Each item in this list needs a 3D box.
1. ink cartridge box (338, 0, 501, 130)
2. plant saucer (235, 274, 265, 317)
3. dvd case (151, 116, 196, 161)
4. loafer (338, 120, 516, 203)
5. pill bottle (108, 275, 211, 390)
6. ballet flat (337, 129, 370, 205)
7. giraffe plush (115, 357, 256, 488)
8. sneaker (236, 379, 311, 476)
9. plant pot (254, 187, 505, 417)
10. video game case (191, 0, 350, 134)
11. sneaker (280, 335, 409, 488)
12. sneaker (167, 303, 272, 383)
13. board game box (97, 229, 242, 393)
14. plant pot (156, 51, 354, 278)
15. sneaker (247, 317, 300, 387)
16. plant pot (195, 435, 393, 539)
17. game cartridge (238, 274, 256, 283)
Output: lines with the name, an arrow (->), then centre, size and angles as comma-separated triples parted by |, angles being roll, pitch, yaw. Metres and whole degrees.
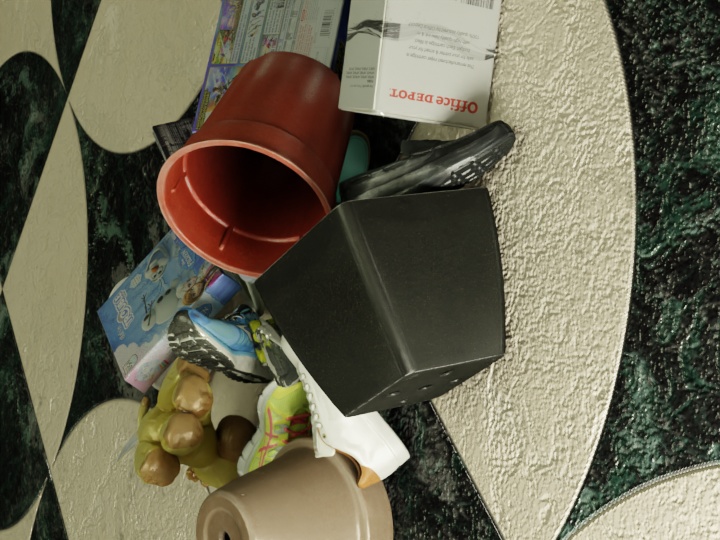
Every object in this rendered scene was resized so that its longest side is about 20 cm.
ink cartridge box -> 0.066, -0.257, 1.437 | 0.084, 0.144, 0.201 | 12, 96, 59
plant saucer -> -0.158, -0.037, 1.814 | 0.200, 0.050, 0.201 | 156, 90, -82
dvd case -> -0.153, -0.159, 1.737 | 0.016, 0.199, 0.149 | 90, 158, -44
loafer -> 0.066, -0.110, 1.418 | 0.200, 0.068, 0.071 | -28, 73, 14
pill bottle -> -0.301, 0.088, 2.015 | 0.200, 0.113, 0.114 | 41, 121, 52
ballet flat -> -0.042, -0.091, 1.671 | 0.063, 0.068, 0.201 | -112, 39, -61
giraffe plush -> -0.209, 0.233, 1.797 | 0.200, 0.162, 0.173 | -42, 30, 44
sneaker -> -0.088, 0.212, 1.707 | 0.090, 0.078, 0.201 | 48, 132, 38
plant pot -> 0.037, 0.042, 1.417 | 0.199, 0.199, 0.178 | -40, 64, 49
video game case -> -0.106, -0.254, 1.693 | 0.181, 0.045, 0.201 | 4, 74, 26
sneaker -> -0.037, 0.158, 1.519 | 0.200, 0.085, 0.073 | 50, 171, 4
sneaker -> -0.176, 0.082, 1.753 | 0.078, 0.200, 0.090 | -3, 69, 31
board game box -> -0.271, 0.041, 1.886 | 0.199, 0.043, 0.200 | -48, 34, 6
plant pot -> -0.101, -0.129, 1.516 | 0.201, 0.200, 0.196 | -47, 17, 45
sneaker -> -0.083, 0.084, 1.656 | 0.200, 0.084, 0.075 | -148, 39, -71
plant pot -> -0.089, 0.300, 1.561 | 0.200, 0.174, 0.201 | 6, 98, 47
game cartridge -> -0.127, -0.060, 1.734 | 0.040, 0.133, 0.201 | -38, 53, 28
